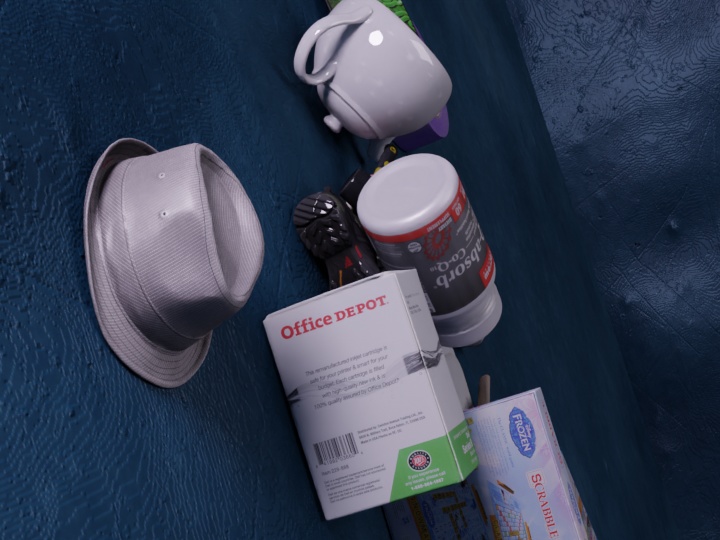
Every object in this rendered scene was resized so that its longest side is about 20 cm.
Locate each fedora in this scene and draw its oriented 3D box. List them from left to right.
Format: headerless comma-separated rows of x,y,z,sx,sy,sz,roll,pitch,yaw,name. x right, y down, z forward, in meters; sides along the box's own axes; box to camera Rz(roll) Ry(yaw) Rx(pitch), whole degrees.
-0.133,-0.019,0.908,0.177,0.089,0.202,49,29,-48,fedora

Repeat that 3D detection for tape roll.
0.067,-0.287,1.770,0.202,0.065,0.201,-90,154,-42,tape roll

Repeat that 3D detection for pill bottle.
0.082,-0.018,1.275,0.117,0.114,0.201,-88,156,-47,pill bottle

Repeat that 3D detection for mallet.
0.030,-0.106,1.381,0.066,0.041,0.200,43,24,-1,mallet

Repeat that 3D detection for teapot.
0.007,-0.235,1.447,0.200,0.146,0.197,44,-1,-13,teapot

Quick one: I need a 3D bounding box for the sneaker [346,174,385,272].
0.036,-0.011,1.409,0.202,0.074,0.105,63,20,-11,sneaker

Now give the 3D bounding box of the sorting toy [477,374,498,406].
0.199,0.261,1.606,0.185,0.036,0.203,-61,136,-77,sorting toy

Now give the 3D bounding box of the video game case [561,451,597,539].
0.375,0.436,2.033,0.143,0.018,0.202,-62,131,-66,video game case

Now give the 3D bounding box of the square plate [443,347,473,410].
0.117,0.188,1.521,0.198,0.028,0.203,-5,78,-70,square plate

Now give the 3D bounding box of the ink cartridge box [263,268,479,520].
0.011,0.114,1.106,0.084,0.144,0.203,-10,82,-70,ink cartridge box

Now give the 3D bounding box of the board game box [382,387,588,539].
0.125,0.248,1.221,0.041,0.197,0.203,-4,77,-71,board game box

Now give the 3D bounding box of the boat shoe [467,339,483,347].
0.152,0.016,1.724,0.066,0.069,0.203,36,40,-71,boat shoe

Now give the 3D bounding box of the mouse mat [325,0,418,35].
0.009,-0.381,1.656,0.199,0.007,0.163,-4,66,-53,mouse mat

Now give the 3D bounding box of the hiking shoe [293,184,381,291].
0.000,0.000,1.292,0.203,0.075,0.101,68,22,-9,hiking shoe
